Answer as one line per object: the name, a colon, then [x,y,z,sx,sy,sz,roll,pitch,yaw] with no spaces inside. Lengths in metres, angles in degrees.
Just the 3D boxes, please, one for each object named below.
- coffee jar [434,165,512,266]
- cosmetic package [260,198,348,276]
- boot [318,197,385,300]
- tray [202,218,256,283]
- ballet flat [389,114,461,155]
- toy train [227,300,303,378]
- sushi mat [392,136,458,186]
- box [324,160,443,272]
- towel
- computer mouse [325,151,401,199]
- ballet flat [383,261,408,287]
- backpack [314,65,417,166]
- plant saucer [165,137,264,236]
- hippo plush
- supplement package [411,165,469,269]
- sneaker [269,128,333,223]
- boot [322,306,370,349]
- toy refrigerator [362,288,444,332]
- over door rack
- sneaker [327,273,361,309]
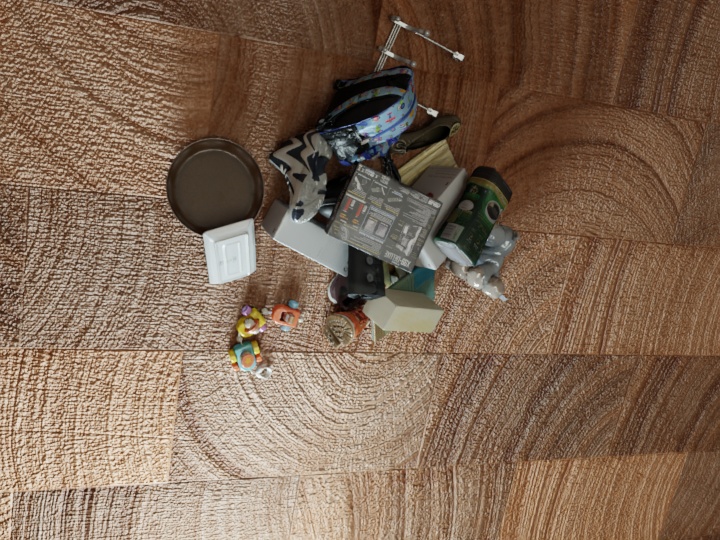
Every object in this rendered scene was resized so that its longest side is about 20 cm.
coffee jar: [0.244,-0.118,1.627,0.104,0.085,0.202,43,73,-42]
cosmetic package: [-0.107,-0.071,1.655,0.198,0.101,0.072,27,97,-29]
boot: [-0.020,-0.043,1.605,0.163,0.065,0.203,5,83,-33]
tray: [-0.266,-0.031,1.581,0.106,0.022,0.201,-17,152,-16]
ballet flat: [0.146,-0.294,1.683,0.198,0.046,0.068,-20,143,-26]
toy train: [-0.213,0.156,1.720,0.149,0.056,0.202,20,100,-27]
sushi mat: [0.132,-0.212,1.753,0.199,0.012,0.096,-37,120,-7]
box: [0.047,-0.108,1.546,0.198,0.050,0.159,23,97,-15]
towel: [0.099,0.067,1.785,0.199,0.022,0.148,-33,141,-26]
computer mouse: [-0.009,-0.212,1.671,0.198,0.046,0.142,-22,111,-10]
ballet flat: [0.085,-0.016,1.776,0.070,0.071,0.203,-19,116,-15]
backpack: [0.033,-0.318,1.541,0.198,0.184,0.135,-13,130,31]
plant saucer: [-0.294,-0.165,1.549,0.197,0.032,0.204,1,87,-17]
hippo plush: [0.318,-0.031,1.815,0.198,0.159,0.162,27,98,-28]
supplement package: [0.161,-0.120,1.695,0.200,0.121,0.120,-50,123,-19]
sneaker: [-0.138,-0.194,1.575,0.079,0.128,0.202,19,78,-51]
boot: [-0.021,0.114,1.721,0.107,0.200,0.076,-33,88,-14]
toy refrigerator: [0.097,0.093,1.720,0.199,0.076,0.071,9,115,-53]
over door rack: [0.124,-0.434,1.636,0.198,0.067,0.149,21,101,-28]
sneaker: [0.000,0.000,1.715,0.075,0.116,0.202,18,102,-24]
